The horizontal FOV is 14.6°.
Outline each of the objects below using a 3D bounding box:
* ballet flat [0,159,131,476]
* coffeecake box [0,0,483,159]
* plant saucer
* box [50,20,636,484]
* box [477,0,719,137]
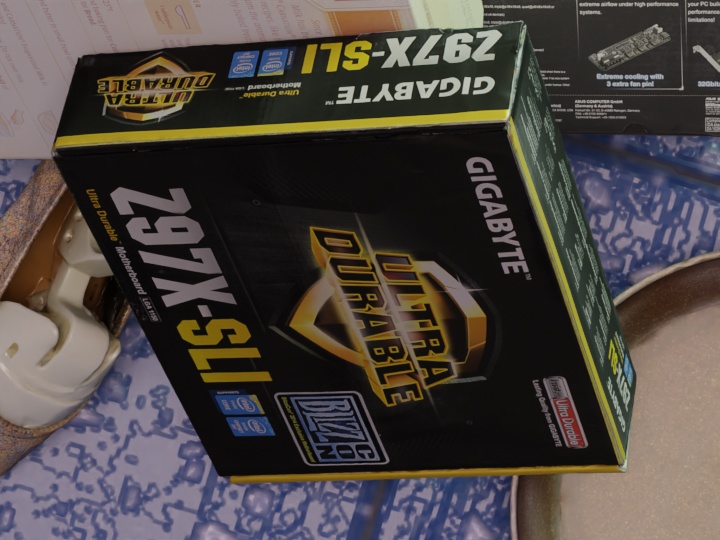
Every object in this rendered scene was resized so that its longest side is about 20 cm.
[{"bbox_3d":[-0.107,0.000,1.051,0.068,0.067,0.200,25,91,-36],"label":"ballet flat"},{"bbox_3d":[-0.071,-0.108,0.959,0.200,0.154,0.073,1,58,14],"label":"coffeecake box"},{"bbox_3d":[0.156,0.090,1.070,0.200,0.032,0.201,0,90,1],"label":"plant saucer"},{"bbox_3d":[0.000,0.000,0.983,0.159,0.200,0.049,-1,52,17],"label":"box"},{"bbox_3d":[0.099,-0.128,1.016,0.200,0.050,0.158,1,114,12],"label":"box"}]
